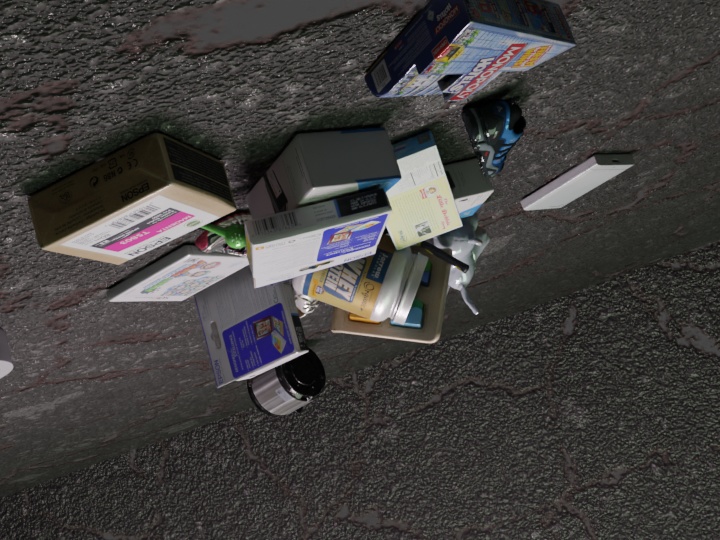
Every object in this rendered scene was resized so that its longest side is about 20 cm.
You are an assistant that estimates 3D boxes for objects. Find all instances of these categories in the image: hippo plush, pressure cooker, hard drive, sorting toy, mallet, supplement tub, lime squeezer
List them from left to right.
[{"bbox_3d":[-0.173,-0.050,1.394,0.200,0.038,0.071,8,-179,-38],"label":"lime squeezer"},{"bbox_3d":[-0.220,0.311,2.612,0.179,0.176,0.200,1,153,-46],"label":"pressure cooker"},{"bbox_3d":[0.000,0.000,1.572,0.200,0.145,0.145,20,165,3],"label":"supplement tub"},{"bbox_3d":[0.054,0.031,1.657,0.200,0.185,0.036,4,154,15],"label":"sorting toy"},{"bbox_3d":[0.100,-0.055,1.630,0.041,0.200,0.066,-57,160,-13],"label":"mallet"},{"bbox_3d":[0.156,-0.048,1.764,0.159,0.200,0.161,7,153,13],"label":"hippo plush"},{"bbox_3d":[0.438,-0.178,1.890,0.132,0.027,0.200,-7,162,-41],"label":"hard drive"}]

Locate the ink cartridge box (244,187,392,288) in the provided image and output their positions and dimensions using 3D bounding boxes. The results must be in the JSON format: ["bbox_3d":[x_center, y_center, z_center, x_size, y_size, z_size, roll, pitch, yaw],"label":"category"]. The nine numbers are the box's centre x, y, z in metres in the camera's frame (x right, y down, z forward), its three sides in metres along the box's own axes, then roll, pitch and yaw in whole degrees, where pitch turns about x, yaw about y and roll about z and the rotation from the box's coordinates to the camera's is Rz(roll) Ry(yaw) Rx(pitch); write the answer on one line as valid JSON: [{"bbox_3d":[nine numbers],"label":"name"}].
[{"bbox_3d":[-0.065,-0.045,1.336,0.197,0.047,0.200,-16,168,-11],"label":"ink cartridge box"}]

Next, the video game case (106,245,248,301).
[{"bbox_3d":[-0.306,0.008,1.616,0.200,0.024,0.182,-27,165,29],"label":"video game case"}]

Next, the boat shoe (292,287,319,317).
[{"bbox_3d":[-0.111,0.053,1.960,0.071,0.070,0.200,-12,165,-25],"label":"boat shoe"}]

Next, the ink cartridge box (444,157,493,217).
[{"bbox_3d":[0.109,-0.120,1.579,0.200,0.067,0.116,-14,165,-17],"label":"ink cartridge box"}]

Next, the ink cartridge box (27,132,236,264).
[{"bbox_3d":[-0.283,-0.084,1.177,0.200,0.075,0.165,-24,165,17],"label":"ink cartridge box"}]

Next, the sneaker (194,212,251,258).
[{"bbox_3d":[-0.172,-0.045,1.483,0.081,0.075,0.200,-30,162,39],"label":"sneaker"}]

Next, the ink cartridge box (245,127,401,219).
[{"bbox_3d":[-0.056,-0.117,1.329,0.144,0.084,0.200,-10,164,-31],"label":"ink cartridge box"}]

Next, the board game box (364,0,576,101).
[{"bbox_3d":[0.140,-0.258,1.092,0.200,0.062,0.200,-9,163,-32],"label":"board game box"}]

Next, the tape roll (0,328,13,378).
[{"bbox_3d":[-0.699,0.158,1.584,0.200,0.066,0.200,-17,166,-5],"label":"tape roll"}]

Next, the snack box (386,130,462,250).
[{"bbox_3d":[0.081,-0.119,1.446,0.116,0.037,0.200,-20,141,5],"label":"snack box"}]

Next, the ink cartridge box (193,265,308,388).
[{"bbox_3d":[-0.204,0.092,1.718,0.200,0.198,0.043,-25,162,27],"label":"ink cartridge box"}]

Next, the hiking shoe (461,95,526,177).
[{"bbox_3d":[0.211,-0.196,1.402,0.087,0.074,0.200,-20,167,9],"label":"hiking shoe"}]
